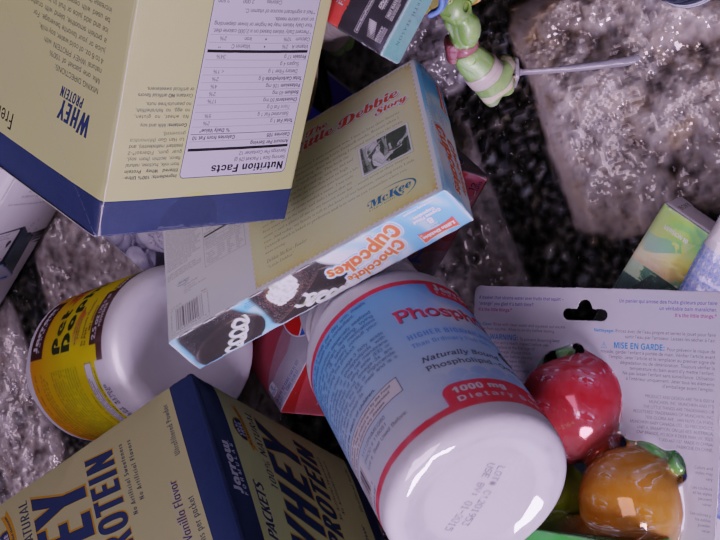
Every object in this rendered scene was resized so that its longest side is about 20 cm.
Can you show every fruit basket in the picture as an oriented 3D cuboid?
[{"bbox_3d":[0.138,0.111,0.863,0.184,0.093,0.202,0,83,46],"label":"fruit basket"}]

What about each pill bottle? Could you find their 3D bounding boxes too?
[{"bbox_3d":[0.032,0.070,0.852,0.109,0.108,0.200,-61,34,21],"label":"pill bottle"},{"bbox_3d":[-0.165,0.063,1.024,0.199,0.109,0.110,-16,89,56],"label":"pill bottle"}]

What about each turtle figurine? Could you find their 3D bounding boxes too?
[{"bbox_3d":[0.067,-0.183,0.911,0.193,0.199,0.145,11,127,47],"label":"turtle figurine"}]

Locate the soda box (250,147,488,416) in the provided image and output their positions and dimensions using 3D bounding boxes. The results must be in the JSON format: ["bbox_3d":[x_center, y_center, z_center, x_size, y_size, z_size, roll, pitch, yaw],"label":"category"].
[{"bbox_3d":[0.000,0.000,0.966,0.063,0.070,0.201,49,119,44],"label":"soda box"}]

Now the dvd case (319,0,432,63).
[{"bbox_3d":[-0.011,-0.221,0.828,0.200,0.022,0.147,36,102,38],"label":"dvd case"}]

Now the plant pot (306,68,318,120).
[{"bbox_3d":[-0.122,-0.144,0.953,0.198,0.028,0.202,3,108,9],"label":"plant pot"}]

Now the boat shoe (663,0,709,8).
[{"bbox_3d":[0.190,-0.250,0.819,0.070,0.091,0.202,6,101,21],"label":"boat shoe"}]

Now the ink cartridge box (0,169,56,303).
[{"bbox_3d":[-0.321,-0.065,1.132,0.146,0.086,0.201,44,116,17],"label":"ink cartridge box"}]

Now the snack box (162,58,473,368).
[{"bbox_3d":[-0.032,-0.034,0.886,0.199,0.037,0.117,-28,45,20],"label":"snack box"}]

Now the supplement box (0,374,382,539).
[{"bbox_3d":[-0.109,0.203,0.943,0.199,0.200,0.135,-34,52,15],"label":"supplement box"}]

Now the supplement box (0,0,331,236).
[{"bbox_3d":[-0.131,-0.151,0.820,0.199,0.134,0.201,31,117,40],"label":"supplement box"}]

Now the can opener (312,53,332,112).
[{"bbox_3d":[-0.070,-0.195,0.982,0.063,0.079,0.202,-14,91,22],"label":"can opener"}]

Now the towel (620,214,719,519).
[{"bbox_3d":[0.241,0.056,0.838,0.146,0.024,0.201,33,112,21],"label":"towel"}]

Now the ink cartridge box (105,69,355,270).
[{"bbox_3d":[-0.094,-0.071,1.032,0.198,0.043,0.201,39,113,20],"label":"ink cartridge box"}]

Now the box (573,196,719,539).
[{"bbox_3d":[0.200,0.078,0.896,0.144,0.036,0.201,36,111,19],"label":"box"}]
